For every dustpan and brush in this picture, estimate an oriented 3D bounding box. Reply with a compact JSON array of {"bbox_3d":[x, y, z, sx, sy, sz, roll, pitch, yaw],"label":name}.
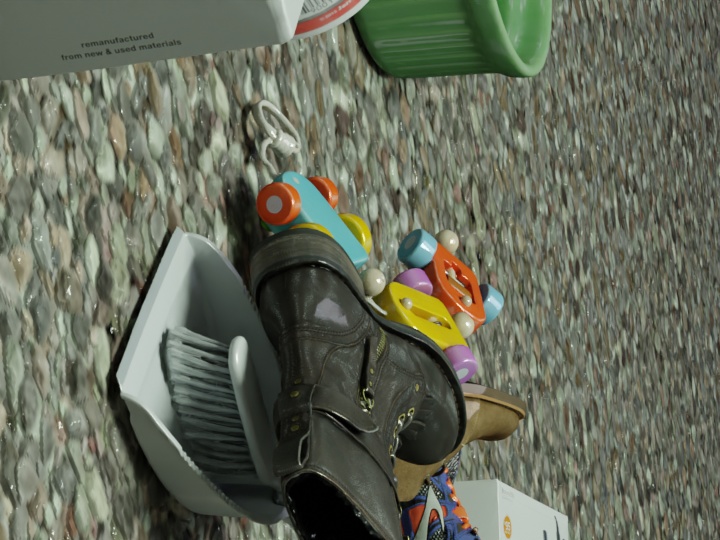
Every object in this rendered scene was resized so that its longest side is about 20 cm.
[{"bbox_3d":[-0.051,0.093,1.323,0.140,0.057,0.201,-73,152,-54],"label":"dustpan and brush"}]

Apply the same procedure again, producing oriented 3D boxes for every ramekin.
[{"bbox_3d":[0.053,-0.218,1.728,0.200,0.097,0.202,-7,90,-74],"label":"ramekin"}]

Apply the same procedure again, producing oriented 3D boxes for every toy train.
[{"bbox_3d":[0.000,0.000,1.484,0.200,0.056,0.151,37,21,-29],"label":"toy train"}]

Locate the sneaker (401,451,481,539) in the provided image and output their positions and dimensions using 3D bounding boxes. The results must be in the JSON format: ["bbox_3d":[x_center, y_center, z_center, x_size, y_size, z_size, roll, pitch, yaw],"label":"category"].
[{"bbox_3d":[0.046,0.168,1.592,0.076,0.078,0.201,66,24,-47],"label":"sneaker"}]

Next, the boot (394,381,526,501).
[{"bbox_3d":[0.028,0.096,1.556,0.199,0.073,0.076,8,81,-55],"label":"boot"}]

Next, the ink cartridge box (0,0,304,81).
[{"bbox_3d":[-0.108,-0.206,1.098,0.147,0.145,0.201,-75,153,-50],"label":"ink cartridge box"}]

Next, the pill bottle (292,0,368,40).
[{"bbox_3d":[-0.061,-0.206,1.311,0.200,0.115,0.117,53,35,-60],"label":"pill bottle"}]

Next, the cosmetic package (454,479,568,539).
[{"bbox_3d":[0.098,0.194,1.806,0.200,0.050,0.083,33,51,-69],"label":"cosmetic package"}]

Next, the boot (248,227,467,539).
[{"bbox_3d":[0.000,0.092,1.320,0.200,0.069,0.175,48,24,-43],"label":"boot"}]
